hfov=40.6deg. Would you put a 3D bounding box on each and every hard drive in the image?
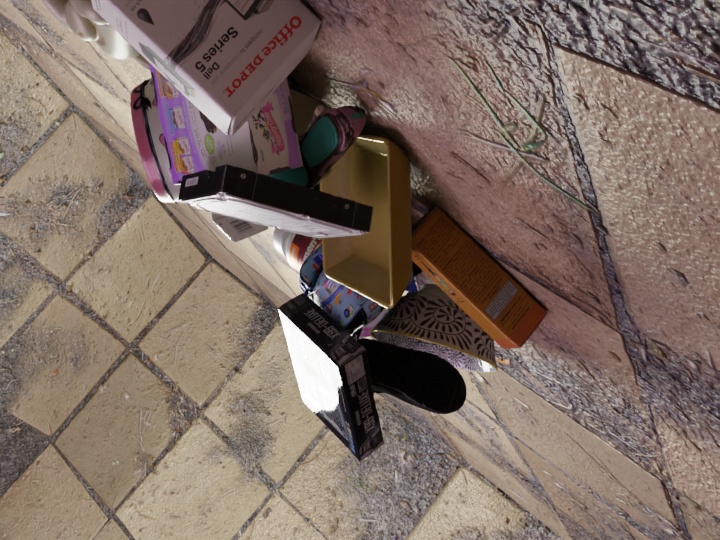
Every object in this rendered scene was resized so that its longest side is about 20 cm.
[{"bbox_3d":[-0.101,-0.077,1.157,0.197,0.039,0.139,13,173,-32],"label":"hard drive"}]

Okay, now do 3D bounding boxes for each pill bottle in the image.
[{"bbox_3d":[-0.066,-0.030,1.750,0.199,0.110,0.110,33,167,41],"label":"pill bottle"}]

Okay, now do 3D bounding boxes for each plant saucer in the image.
[{"bbox_3d":[0.010,-0.074,1.220,0.199,0.048,0.204,25,119,60],"label":"plant saucer"}]

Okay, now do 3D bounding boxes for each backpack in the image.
[{"bbox_3d":[0.000,0.000,1.397,0.135,0.183,0.200,45,176,2],"label":"backpack"}]

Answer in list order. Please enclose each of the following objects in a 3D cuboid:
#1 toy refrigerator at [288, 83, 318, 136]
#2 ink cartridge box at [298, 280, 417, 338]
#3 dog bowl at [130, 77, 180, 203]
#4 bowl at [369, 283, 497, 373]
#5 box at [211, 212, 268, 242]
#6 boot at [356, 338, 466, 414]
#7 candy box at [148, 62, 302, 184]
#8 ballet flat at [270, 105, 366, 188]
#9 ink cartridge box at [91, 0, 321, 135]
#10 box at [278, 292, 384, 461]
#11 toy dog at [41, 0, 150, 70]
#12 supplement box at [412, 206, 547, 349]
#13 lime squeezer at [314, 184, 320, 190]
[{"bbox_3d":[-0.153,-0.232,1.273,0.199,0.077,0.069,36,-165,37],"label":"toy refrigerator"},{"bbox_3d":[0.006,0.070,1.686,0.197,0.196,0.044,65,-165,-67],"label":"ink cartridge box"},{"bbox_3d":[-0.270,-0.187,1.395,0.200,0.072,0.204,-13,-90,-89],"label":"dog bowl"},{"bbox_3d":[0.120,0.078,1.454,0.197,0.096,0.201,16,168,3],"label":"bowl"},{"bbox_3d":[-0.207,-0.155,1.595,0.082,0.067,0.203,50,-157,-57],"label":"box"},{"bbox_3d":[0.047,0.163,1.496,0.208,0.081,0.158,25,161,-10],"label":"boot"},{"bbox_3d":[-0.168,-0.197,1.184,0.198,0.071,0.171,3,106,49],"label":"candy box"},{"bbox_3d":[-0.053,-0.142,1.191,0.199,0.070,0.070,-34,80,51],"label":"ballet flat"},{"bbox_3d":[-0.160,-0.266,1.015,0.200,0.146,0.084,42,169,-5],"label":"ink cartridge box"},{"bbox_3d":[-0.041,0.152,1.396,0.157,0.049,0.202,39,150,41],"label":"box"},{"bbox_3d":[-0.301,-0.338,1.250,0.199,0.139,0.196,12,130,56],"label":"toy dog"},{"bbox_3d":[0.142,0.011,1.247,0.199,0.069,0.067,42,169,-5],"label":"supplement box"},{"bbox_3d":[-0.054,-0.134,1.518,0.200,0.037,0.072,-178,72,-76],"label":"lime squeezer"}]
